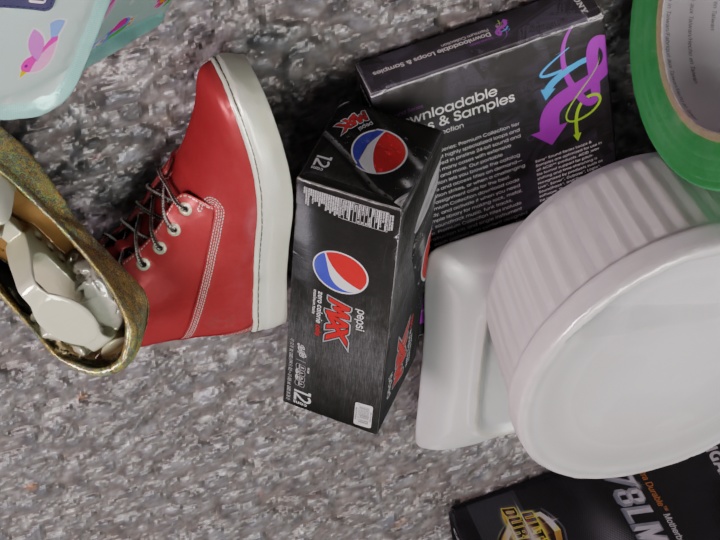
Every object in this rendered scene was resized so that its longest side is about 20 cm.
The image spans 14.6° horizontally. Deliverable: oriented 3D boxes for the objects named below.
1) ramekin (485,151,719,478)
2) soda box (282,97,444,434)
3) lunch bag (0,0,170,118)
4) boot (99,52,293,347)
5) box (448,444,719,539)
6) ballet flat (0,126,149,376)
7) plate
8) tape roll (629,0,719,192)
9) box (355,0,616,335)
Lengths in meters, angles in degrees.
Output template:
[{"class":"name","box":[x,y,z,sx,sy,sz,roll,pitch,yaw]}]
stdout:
[{"class":"ramekin","box":[0.163,0.020,1.597,0.201,0.095,0.203,-17,144,-13]},{"class":"soda box","box":[0.000,0.000,1.590,0.063,0.071,0.201,19,141,11]},{"class":"lunch bag","box":[-0.150,-0.169,1.278,0.200,0.122,0.171,-40,162,-53]},{"class":"boot","box":[-0.114,-0.027,1.543,0.143,0.073,0.201,-12,138,-13]},{"class":"box","box":[0.182,0.205,1.808,0.197,0.201,0.050,-19,138,-7]},{"class":"ballet flat","box":[-0.184,-0.017,1.479,0.071,0.071,0.200,-37,118,11]},{"class":"plate","box":[0.133,0.033,1.703,0.199,0.032,0.200,-16,143,-14]},{"class":"tape roll","box":[0.221,-0.139,1.504,0.048,0.201,0.201,7,127,-31]},{"class":"box","box":[0.079,-0.061,1.628,0.142,0.036,0.201,-19,137,-9]}]
